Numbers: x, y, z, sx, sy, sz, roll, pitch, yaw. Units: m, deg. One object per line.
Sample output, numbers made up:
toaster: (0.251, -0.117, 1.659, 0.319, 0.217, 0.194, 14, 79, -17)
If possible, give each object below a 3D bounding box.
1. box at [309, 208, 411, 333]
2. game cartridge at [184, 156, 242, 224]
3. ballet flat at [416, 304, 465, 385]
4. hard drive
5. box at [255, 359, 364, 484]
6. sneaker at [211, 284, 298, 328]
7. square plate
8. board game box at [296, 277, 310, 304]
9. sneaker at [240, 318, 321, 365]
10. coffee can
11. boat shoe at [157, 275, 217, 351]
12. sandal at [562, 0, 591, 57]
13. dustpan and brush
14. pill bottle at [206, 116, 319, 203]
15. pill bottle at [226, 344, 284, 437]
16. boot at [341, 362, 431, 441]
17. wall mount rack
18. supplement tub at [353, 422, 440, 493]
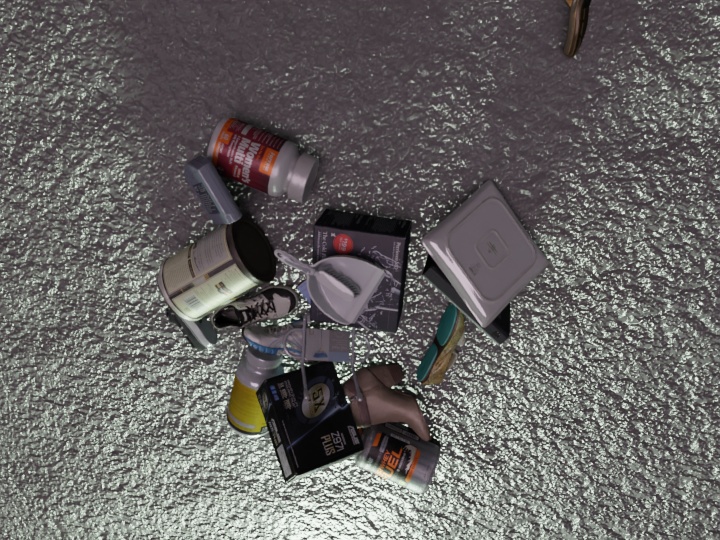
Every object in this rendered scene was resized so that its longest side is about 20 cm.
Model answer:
box: (0.000, 0.000, 1.262, 0.177, 0.104, 0.205, 7, 113, 8)
game cartridge: (-0.292, -0.155, 1.246, 0.041, 0.199, 0.135, -30, 105, -17)
ballet flat: (0.181, 0.156, 1.336, 0.069, 0.071, 0.203, 23, 114, 1)
hard drive: (0.207, 0.036, 1.233, 0.199, 0.140, 0.033, 42, 118, -7)
box: (-0.106, 0.311, 1.333, 0.086, 0.161, 0.204, -50, 57, 55)
sneaker: (-0.227, 0.089, 1.377, 0.195, 0.088, 0.077, -14, 107, 15)
square plate: (0.238, -0.035, 1.181, 0.197, 0.028, 0.201, -39, 95, -21)
board game box: (-0.033, 0.015, 1.343, 0.199, 0.019, 0.103, -37, 99, 23)
sneaker: (-0.159, 0.137, 1.380, 0.196, 0.075, 0.088, 17, 104, -25)
coffee can: (-0.293, -0.003, 1.320, 0.197, 0.147, 0.148, -26, 105, 21)
boat shoe: (-0.399, 0.097, 1.432, 0.065, 0.070, 0.202, -26, 112, 19)
sandal: (0.351, -0.456, 1.046, 0.053, 0.080, 0.204, 20, 121, 26)
dustpan and brush: (-0.069, 0.010, 1.191, 0.198, 0.057, 0.141, 33, 115, -1)
pill bottle: (-0.185, -0.209, 1.233, 0.196, 0.110, 0.111, 22, 115, 3)
pill bottle: (-0.231, 0.261, 1.434, 0.110, 0.112, 0.204, 18, 115, 4)
boot: (0.049, 0.299, 1.373, 0.144, 0.070, 0.203, -24, 79, -14)
wall mount rack: (-0.062, 0.181, 1.329, 0.195, 0.074, 0.178, 5, 75, -17)
supplement tub: (0.070, 0.399, 1.422, 0.196, 0.123, 0.125, 22, 115, 3)
